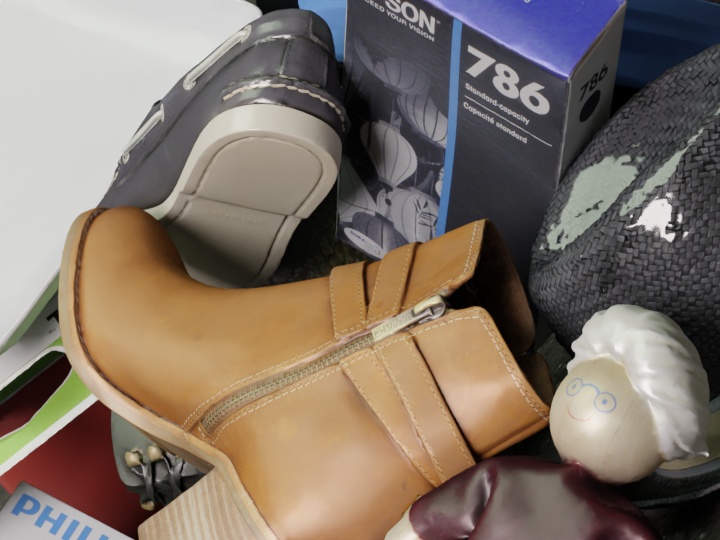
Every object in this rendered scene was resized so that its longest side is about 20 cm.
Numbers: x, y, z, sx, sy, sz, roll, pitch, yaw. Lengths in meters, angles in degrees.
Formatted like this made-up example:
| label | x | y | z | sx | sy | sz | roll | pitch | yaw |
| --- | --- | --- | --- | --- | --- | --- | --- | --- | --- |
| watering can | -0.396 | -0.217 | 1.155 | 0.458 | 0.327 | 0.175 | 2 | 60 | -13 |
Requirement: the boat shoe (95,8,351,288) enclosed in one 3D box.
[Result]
| label | x | y | z | sx | sy | sz | roll | pitch | yaw |
| --- | --- | --- | --- | --- | --- | --- | --- | --- | --- |
| boat shoe | -0.056 | -0.040 | 1.031 | 0.200 | 0.072 | 0.063 | 142 | 140 | -59 |

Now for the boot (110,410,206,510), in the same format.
| label | x | y | z | sx | sy | sz | roll | pitch | yaw |
| --- | --- | --- | --- | --- | --- | --- | --- | --- | --- |
| boot | -0.033 | 0.087 | 0.996 | 0.138 | 0.078 | 0.200 | -11 | 28 | 7 |

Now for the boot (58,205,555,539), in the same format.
| label | x | y | z | sx | sy | sz | roll | pitch | yaw |
| --- | --- | --- | --- | --- | --- | --- | --- | --- | --- |
| boot | -0.021 | 0.020 | 0.931 | 0.155 | 0.077 | 0.200 | -35 | 43 | 16 |

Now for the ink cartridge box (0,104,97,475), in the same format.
| label | x | y | z | sx | sy | sz | roll | pitch | yaw |
| --- | --- | --- | --- | --- | --- | --- | --- | --- | --- |
| ink cartridge box | -0.168 | 0.034 | 1.182 | 0.148 | 0.076 | 0.200 | -38 | 48 | -2 |

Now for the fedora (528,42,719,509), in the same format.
| label | x | y | z | sx | sy | sz | roll | pitch | yaw |
| --- | --- | --- | --- | --- | --- | --- | --- | --- | --- |
| fedora | 0.127 | -0.016 | 0.896 | 0.201 | 0.092 | 0.201 | -44 | 16 | 16 |

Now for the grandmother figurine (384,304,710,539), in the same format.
| label | x | y | z | sx | sy | sz | roll | pitch | yaw |
| --- | --- | --- | --- | --- | --- | --- | --- | --- | --- |
| grandmother figurine | 0.051 | 0.103 | 0.819 | 0.200 | 0.121 | 0.061 | -61 | -25 | -8 |

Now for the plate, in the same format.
| label | x | y | z | sx | sy | sz | roll | pitch | yaw |
| --- | --- | --- | --- | --- | --- | --- | --- | --- | --- |
| plate | -0.162 | -0.060 | 1.175 | 0.200 | 0.032 | 0.200 | 23 | 69 | 38 |

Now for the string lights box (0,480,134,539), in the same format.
| label | x | y | z | sx | sy | sz | roll | pitch | yaw |
| --- | --- | --- | --- | --- | --- | --- | --- | --- | --- |
| string lights box | -0.151 | 0.198 | 1.110 | 0.200 | 0.102 | 0.059 | -59 | -8 | -35 |

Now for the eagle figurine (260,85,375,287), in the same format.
| label | x | y | z | sx | sy | sz | roll | pitch | yaw |
| --- | --- | --- | --- | --- | --- | --- | --- | --- | --- |
| eagle figurine | 0.006 | 0.005 | 1.149 | 0.200 | 0.151 | 0.152 | -55 | 2 | 16 |

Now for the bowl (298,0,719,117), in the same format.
| label | x | y | z | sx | sy | sz | roll | pitch | yaw |
| --- | --- | --- | --- | --- | --- | --- | --- | --- | --- |
| bowl | 0.072 | -0.087 | 1.079 | 0.201 | 0.200 | 0.040 | -178 | 96 | -71 |

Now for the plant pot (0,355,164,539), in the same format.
| label | x | y | z | sx | sy | sz | roll | pitch | yaw |
| --- | --- | --- | --- | --- | --- | --- | --- | --- | --- |
| plant pot | -0.104 | 0.014 | 1.331 | 0.177 | 0.201 | 0.201 | -34 | 18 | 13 |

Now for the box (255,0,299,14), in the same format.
| label | x | y | z | sx | sy | sz | roll | pitch | yaw |
| --- | --- | --- | --- | --- | --- | --- | --- | --- | --- |
| box | 0.062 | -0.170 | 1.316 | 0.200 | 0.148 | 0.107 | -54 | -19 | -23 |

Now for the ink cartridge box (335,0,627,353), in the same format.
| label | x | y | z | sx | sy | sz | roll | pitch | yaw |
| --- | --- | --- | --- | --- | --- | --- | --- | --- | --- |
| ink cartridge box | 0.041 | -0.062 | 0.959 | 0.039 | 0.099 | 0.200 | -44 | -26 | -32 |
